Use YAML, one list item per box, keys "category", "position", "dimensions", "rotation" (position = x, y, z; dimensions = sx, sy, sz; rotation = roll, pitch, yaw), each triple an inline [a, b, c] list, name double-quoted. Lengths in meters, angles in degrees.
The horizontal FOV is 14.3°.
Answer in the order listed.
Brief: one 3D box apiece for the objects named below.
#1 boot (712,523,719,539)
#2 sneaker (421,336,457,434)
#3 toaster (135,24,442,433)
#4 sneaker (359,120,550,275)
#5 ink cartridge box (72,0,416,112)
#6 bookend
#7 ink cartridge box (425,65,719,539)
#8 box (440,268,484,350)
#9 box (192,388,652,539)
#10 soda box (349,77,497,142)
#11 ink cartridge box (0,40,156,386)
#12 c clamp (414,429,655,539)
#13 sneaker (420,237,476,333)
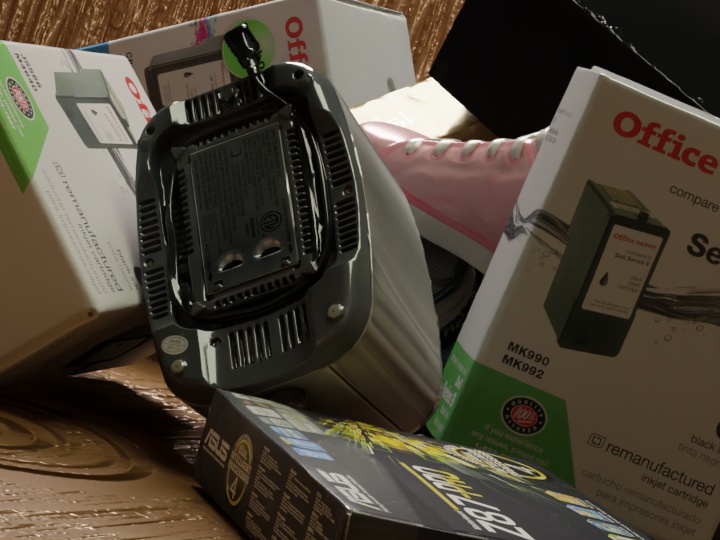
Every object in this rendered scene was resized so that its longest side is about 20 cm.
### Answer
- category: "boot"
  position: [0.177, 0.059, 1.518]
  dimensions: [0.070, 0.200, 0.146]
  rotation: [-29, 13, -31]
- category: "sneaker"
  position: [0.069, 0.081, 1.604]
  dimensions: [0.082, 0.074, 0.200]
  rotation: [-21, 20, -2]
- category: "toaster"
  position: [-0.033, -0.002, 1.351]
  dimensions: [0.113, 0.200, 0.129]
  rotation: [-20, -34, 14]
- category: "sneaker"
  position: [0.082, -0.051, 1.510]
  dimensions: [0.200, 0.105, 0.075]
  rotation: [36, 23, 29]
- category: "ink cartridge box"
  position: [-0.074, -0.087, 1.893]
  dimensions: [0.200, 0.147, 0.146]
  rotation: [-12, -7, 24]
- category: "bookend"
  position: [0.180, -0.090, 1.613]
  dimensions: [0.200, 0.092, 0.199]
  rotation: [0, 36, -48]
- category: "ink cartridge box"
  position: [0.137, 0.017, 1.407]
  dimensions: [0.146, 0.200, 0.084]
  rotation: [22, 4, -5]
- category: "box"
  position: [-0.030, 0.001, 1.657]
  dimensions: [0.200, 0.044, 0.160]
  rotation: [23, 44, 40]
- category: "box"
  position: [0.032, 0.108, 1.188]
  dimensions: [0.161, 0.049, 0.200]
  rotation: [12, 7, -19]
- category: "soda box"
  position: [-0.021, -0.042, 1.621]
  dimensions: [0.200, 0.064, 0.068]
  rotation: [-21, 34, -20]
- category: "ink cartridge box"
  position: [-0.150, -0.028, 1.379]
  dimensions: [0.146, 0.084, 0.200]
  rotation: [62, 17, 7]
- category: "c clamp"
  position: [0.085, 0.115, 1.413]
  dimensions: [0.171, 0.027, 0.200]
  rotation: [13, 8, -42]
- category: "sneaker"
  position: [0.000, 0.000, 1.525]
  dimensions: [0.077, 0.087, 0.200]
  rotation: [16, 35, 28]
